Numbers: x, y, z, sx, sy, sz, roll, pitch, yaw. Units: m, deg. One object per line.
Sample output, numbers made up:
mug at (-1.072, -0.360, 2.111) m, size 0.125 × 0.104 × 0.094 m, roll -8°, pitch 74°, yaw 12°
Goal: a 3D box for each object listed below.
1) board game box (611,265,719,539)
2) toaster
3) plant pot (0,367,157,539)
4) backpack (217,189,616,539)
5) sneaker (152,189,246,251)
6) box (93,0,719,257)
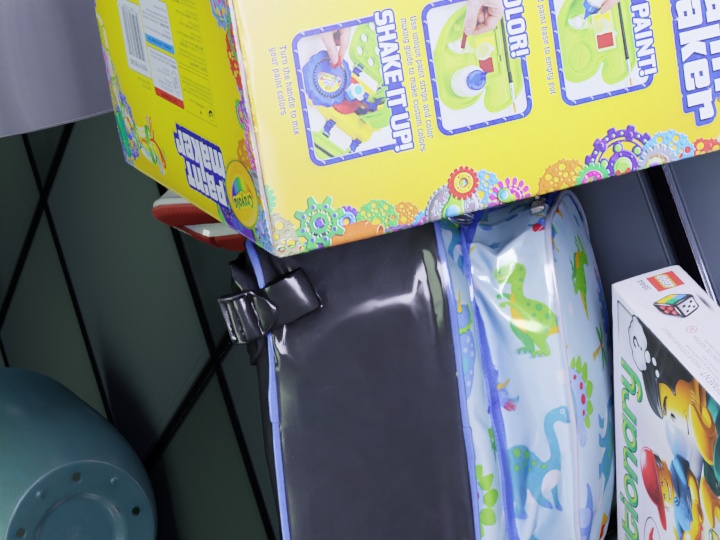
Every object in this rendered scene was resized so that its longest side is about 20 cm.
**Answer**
board game box at (0.141, 0.115, 1.130) m, size 0.126 × 0.034 × 0.201 m, roll -128°, pitch 28°, yaw -55°
toaster at (-0.193, -0.174, 1.733) m, size 0.200 × 0.180 × 0.119 m, roll -128°, pitch 26°, yaw -55°
plant pot at (-0.245, 0.188, 2.196) m, size 0.161 × 0.200 × 0.202 m, roll 18°, pitch 122°, yaw 57°
backpack at (0.032, 0.043, 1.200) m, size 0.200 × 0.146 × 0.184 m, roll -75°, pitch -23°, yaw -75°
sneaker at (-0.022, -0.074, 1.433) m, size 0.199 × 0.078 × 0.116 m, roll 1°, pitch 71°, yaw 45°
box at (0.016, -0.102, 1.080) m, size 0.200 × 0.192 × 0.123 m, roll -148°, pitch 46°, yaw -68°
